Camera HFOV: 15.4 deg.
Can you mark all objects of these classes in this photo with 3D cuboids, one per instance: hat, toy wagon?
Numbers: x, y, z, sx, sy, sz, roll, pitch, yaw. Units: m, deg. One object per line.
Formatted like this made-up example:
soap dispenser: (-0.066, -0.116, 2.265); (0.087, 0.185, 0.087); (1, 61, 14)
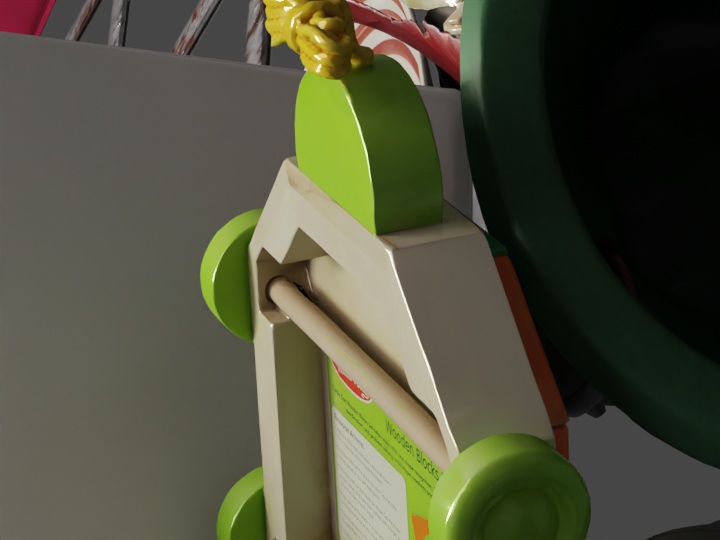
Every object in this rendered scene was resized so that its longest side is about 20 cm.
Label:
hat: (0.084, -0.017, 0.670); (0.176, 0.164, 0.201); (120, 144, -66)
toy wagon: (0.007, 0.035, 0.590); (0.155, 0.039, 0.201); (-138, 42, -60)

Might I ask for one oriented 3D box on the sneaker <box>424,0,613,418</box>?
sneaker: (0.058, -0.048, 0.851); (0.066, 0.090, 0.201); (136, 149, -55)

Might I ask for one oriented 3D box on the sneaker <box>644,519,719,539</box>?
sneaker: (0.083, 0.110, 0.652); (0.200, 0.088, 0.082); (104, 151, -73)

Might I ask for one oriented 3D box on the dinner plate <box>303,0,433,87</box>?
dinner plate: (0.000, 0.000, 0.891); (0.200, 0.024, 0.202); (-175, 90, -75)

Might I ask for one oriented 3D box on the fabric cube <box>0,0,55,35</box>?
fabric cube: (-0.355, -0.218, 2.055); (0.197, 0.198, 0.200); (-62, 20, 22)

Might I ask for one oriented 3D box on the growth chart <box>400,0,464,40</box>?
growth chart: (0.079, -0.109, 0.796); (0.144, 0.018, 0.200); (-35, 32, -11)

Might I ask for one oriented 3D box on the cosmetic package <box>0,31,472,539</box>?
cosmetic package: (-0.073, 0.047, 0.786); (0.200, 0.165, 0.169); (133, 141, -65)
